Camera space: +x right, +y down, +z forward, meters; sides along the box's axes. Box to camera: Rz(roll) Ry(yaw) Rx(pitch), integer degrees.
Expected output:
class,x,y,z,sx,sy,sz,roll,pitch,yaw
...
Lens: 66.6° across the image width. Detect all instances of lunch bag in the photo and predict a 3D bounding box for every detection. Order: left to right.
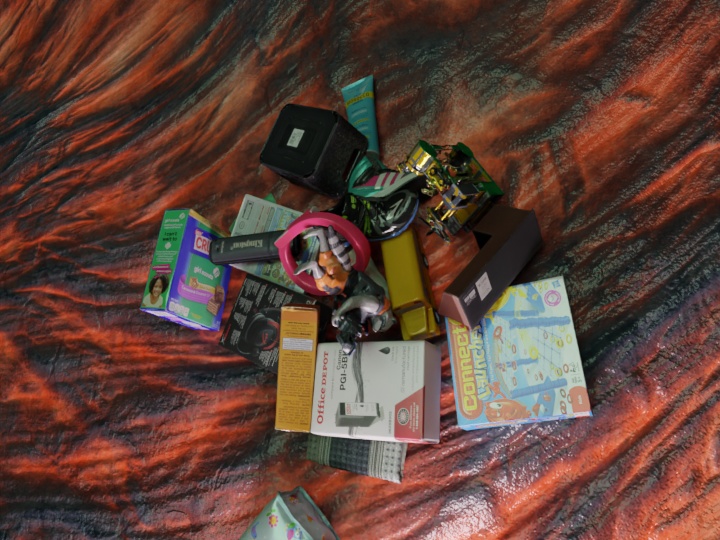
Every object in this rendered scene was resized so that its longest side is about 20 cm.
class,x,y,z,sx,sy,sz,roll,pitch,yaw
lunch bag,-0.103,0.479,0.857,0.171,0.122,0.200,-47,67,1

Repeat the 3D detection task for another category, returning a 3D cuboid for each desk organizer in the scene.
class,x,y,z,sx,sy,sz,roll,pitch,yaw
desk organizer,0.195,-0.012,0.861,0.200,0.072,0.076,-46,37,-19

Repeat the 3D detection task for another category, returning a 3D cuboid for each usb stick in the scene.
class,x,y,z,sx,sy,sz,roll,pitch,yaw
usb stick,-0.205,-0.045,1.059,0.194,0.033,0.057,-5,80,19

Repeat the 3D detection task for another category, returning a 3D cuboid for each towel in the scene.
class,x,y,z,sx,sy,sz,roll,pitch,yaw
towel,0.002,0.240,0.943,0.188,0.034,0.206,1,75,30

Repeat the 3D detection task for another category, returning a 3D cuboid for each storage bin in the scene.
class,x,y,z,sx,sy,sz,roll,pitch,yaw
storage bin,-0.097,-0.240,1.087,0.198,0.093,0.138,25,89,44

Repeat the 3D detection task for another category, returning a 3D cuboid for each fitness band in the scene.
class,x,y,z,sx,sy,sz,roll,pitch,yaw
fitness band,-0.068,-0.030,0.949,0.198,0.144,0.038,-30,21,45

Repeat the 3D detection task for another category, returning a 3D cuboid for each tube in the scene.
class,x,y,z,sx,sy,sz,roll,pitch,yaw
tube,0.004,-0.310,1.123,0.075,0.050,0.205,-15,63,15

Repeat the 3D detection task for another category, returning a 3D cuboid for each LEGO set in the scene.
class,x,y,z,sx,sy,sz,roll,pitch,yaw
LEGO set,0.136,-0.127,0.910,0.155,0.199,0.116,49,124,11

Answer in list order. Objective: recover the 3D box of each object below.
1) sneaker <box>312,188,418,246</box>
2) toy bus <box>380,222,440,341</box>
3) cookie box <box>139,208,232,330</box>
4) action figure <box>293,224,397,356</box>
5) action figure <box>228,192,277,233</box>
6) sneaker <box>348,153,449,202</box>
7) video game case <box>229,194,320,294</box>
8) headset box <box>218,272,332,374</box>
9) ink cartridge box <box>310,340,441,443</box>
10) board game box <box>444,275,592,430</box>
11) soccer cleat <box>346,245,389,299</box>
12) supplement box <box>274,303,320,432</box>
class,x,y,z,sx,sy,sz,roll,pitch,yaw
sneaker,0.006,-0.094,0.937,0.194,0.083,0.072,-15,54,14
toy bus,0.083,0.017,0.942,0.064,0.078,0.205,-18,59,19
cookie box,-0.340,0.002,1.108,0.073,0.171,0.206,1,73,23
action figure,-0.015,0.035,0.851,0.104,0.193,0.201,-42,22,12
action figure,-0.172,-0.046,1.110,0.118,0.055,0.201,-40,67,6
sneaker,0.059,-0.175,1.028,0.196,0.084,0.123,-24,57,2
video game case,-0.168,-0.054,1.075,0.196,0.018,0.147,19,88,21
headset box,-0.152,0.110,1.032,0.196,0.075,0.152,17,81,30
ink cartridge box,0.024,0.193,0.876,0.195,0.083,0.151,-6,71,27
board game box,0.237,0.129,0.846,0.191,0.056,0.206,-14,67,21
soccer cleat,0.000,0.000,0.995,0.068,0.077,0.204,-28,63,14
supplement box,-0.105,0.161,0.921,0.067,0.067,0.206,2,92,0
